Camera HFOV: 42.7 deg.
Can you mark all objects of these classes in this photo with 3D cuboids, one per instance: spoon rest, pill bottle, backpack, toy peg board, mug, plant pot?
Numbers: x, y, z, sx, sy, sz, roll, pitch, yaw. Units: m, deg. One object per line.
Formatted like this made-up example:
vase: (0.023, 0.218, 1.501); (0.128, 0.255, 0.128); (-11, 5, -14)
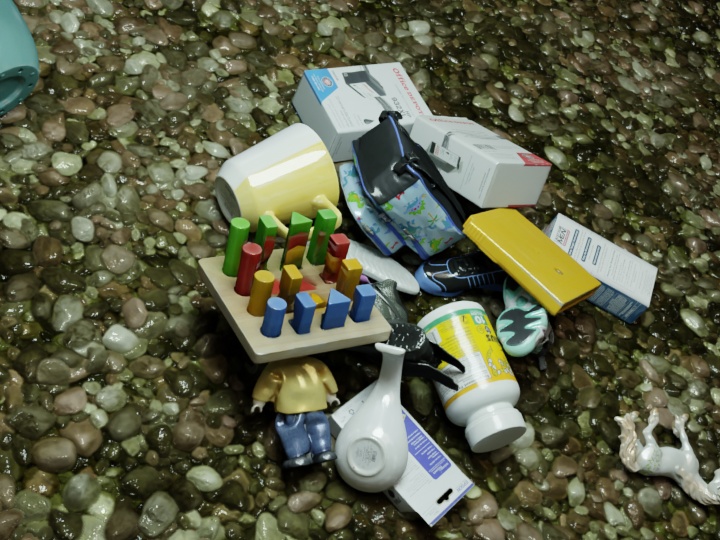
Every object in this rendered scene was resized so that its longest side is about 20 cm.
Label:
spoon rest: (0.025, 0.194, 1.212); (0.099, 0.200, 0.061); (14, 5, 13)
pill bottle: (0.162, 0.154, 1.332); (0.113, 0.113, 0.200); (-6, 58, -26)
backpack: (0.065, -0.113, 1.446); (0.200, 0.147, 0.183); (44, 18, -37)
toy peg board: (-0.081, 0.007, 1.207); (0.200, 0.098, 0.199); (-8, 41, -30)
mug: (-0.126, -0.128, 1.387); (0.153, 0.187, 0.150); (-24, 111, -26)
plant pot: (-0.561, -0.312, 1.320); (0.201, 0.201, 0.161); (-36, 86, -38)

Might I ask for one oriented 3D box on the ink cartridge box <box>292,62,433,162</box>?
ink cartridge box: (0.005, -0.277, 1.600); (0.200, 0.084, 0.145); (-12, 61, -30)

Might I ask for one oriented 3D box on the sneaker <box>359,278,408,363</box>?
sneaker: (-0.014, 0.048, 1.361); (0.199, 0.076, 0.114); (27, 48, -7)

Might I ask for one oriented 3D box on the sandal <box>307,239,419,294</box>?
sandal: (-0.001, -0.004, 1.421); (0.202, 0.050, 0.082); (24, 28, -24)

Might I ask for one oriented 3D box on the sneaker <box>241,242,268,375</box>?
sneaker: (-0.135, 0.055, 1.311); (0.079, 0.075, 0.200); (0, 65, -26)

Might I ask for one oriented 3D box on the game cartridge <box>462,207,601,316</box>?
game cartridge: (0.265, -0.020, 1.432); (0.200, 0.032, 0.176); (43, 29, 20)

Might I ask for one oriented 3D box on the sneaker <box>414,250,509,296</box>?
sneaker: (0.187, -0.006, 1.482); (0.200, 0.078, 0.070); (-2, 57, -25)

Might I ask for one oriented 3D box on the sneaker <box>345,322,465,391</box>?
sneaker: (0.041, 0.109, 1.279); (0.200, 0.104, 0.060); (11, 64, 27)

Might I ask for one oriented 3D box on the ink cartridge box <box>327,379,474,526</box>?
ink cartridge box: (0.052, 0.253, 1.261); (0.099, 0.039, 0.200); (-32, 71, -36)

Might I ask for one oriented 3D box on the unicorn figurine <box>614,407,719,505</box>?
unicorn figurine: (0.481, 0.285, 1.408); (0.200, 0.074, 0.138); (4, 63, -3)

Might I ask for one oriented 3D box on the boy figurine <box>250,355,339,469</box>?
boy figurine: (-0.090, 0.159, 1.213); (0.124, 0.064, 0.200); (-8, 79, -27)

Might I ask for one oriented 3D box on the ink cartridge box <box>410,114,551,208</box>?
ink cartridge box: (0.194, -0.184, 1.550); (0.147, 0.083, 0.200); (-4, 32, -42)

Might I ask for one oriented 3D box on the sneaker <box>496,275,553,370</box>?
sneaker: (0.263, 0.104, 1.412); (0.078, 0.140, 0.200); (-8, 29, 21)

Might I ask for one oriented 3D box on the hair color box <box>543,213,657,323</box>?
hair color box: (0.402, -0.003, 1.584); (0.200, 0.061, 0.100); (30, 49, -1)
